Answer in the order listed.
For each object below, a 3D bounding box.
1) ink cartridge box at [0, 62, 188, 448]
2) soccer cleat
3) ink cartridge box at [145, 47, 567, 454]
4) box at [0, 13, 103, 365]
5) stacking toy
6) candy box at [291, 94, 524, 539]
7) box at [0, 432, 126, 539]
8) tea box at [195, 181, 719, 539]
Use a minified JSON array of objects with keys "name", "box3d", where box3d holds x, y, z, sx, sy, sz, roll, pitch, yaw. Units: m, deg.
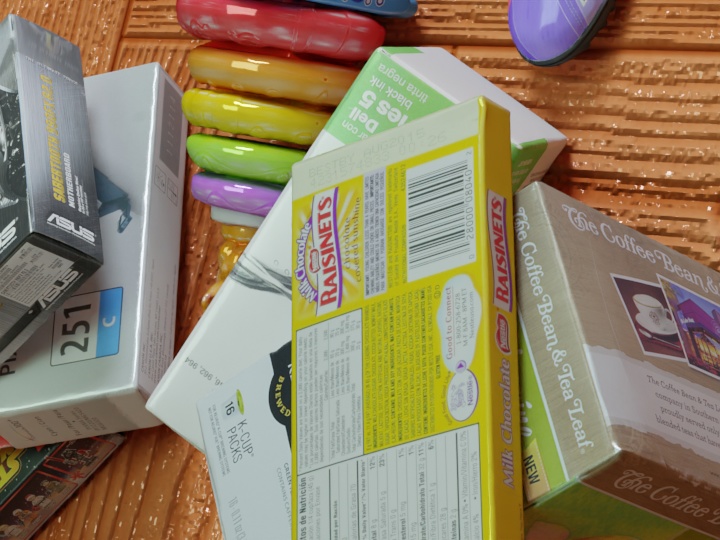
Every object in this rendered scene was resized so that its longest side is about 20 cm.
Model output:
[{"name":"ink cartridge box","box3d":[-0.181,-0.001,1.567,0.175,0.045,0.201,-12,57,21]},{"name":"soccer cleat","box3d":[0.098,-0.199,1.417,0.068,0.073,0.201,8,79,43]},{"name":"ink cartridge box","box3d":[0.000,0.000,1.372,0.084,0.145,0.200,35,100,7]},{"name":"box","box3d":[-0.215,-0.012,1.539,0.200,0.048,0.159,-42,41,31]},{"name":"stacking toy","box3d":[-0.051,-0.060,1.493,0.110,0.116,0.201,13,94,46]},{"name":"candy box","box3d":[0.017,0.038,1.157,0.102,0.026,0.201,-19,61,38]},{"name":"box","box3d":[-0.225,0.104,1.617,0.200,0.040,0.137,-45,49,20]},{"name":"tea box","box3d":[0.076,0.089,1.242,0.196,0.200,0.134,-35,54,28]}]
